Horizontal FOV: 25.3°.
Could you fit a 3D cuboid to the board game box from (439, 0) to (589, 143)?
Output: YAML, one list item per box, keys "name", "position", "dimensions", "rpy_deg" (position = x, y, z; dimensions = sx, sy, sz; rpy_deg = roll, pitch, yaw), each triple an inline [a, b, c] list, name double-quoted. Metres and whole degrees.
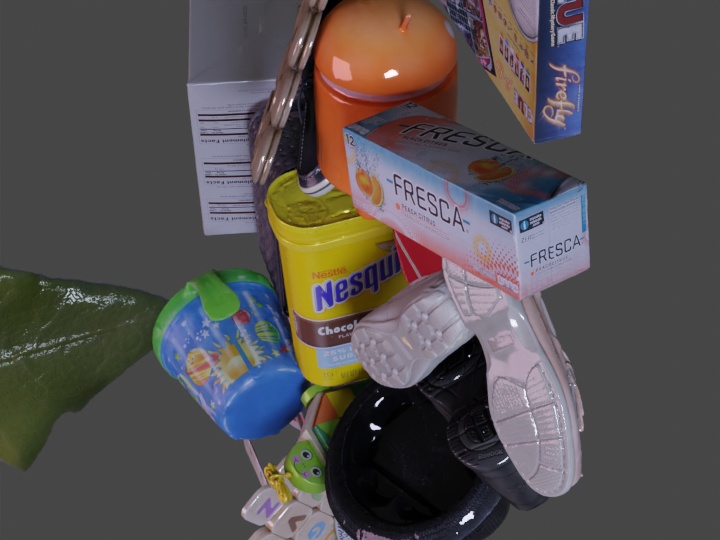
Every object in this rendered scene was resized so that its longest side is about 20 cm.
- name: "board game box"
  position: [0.093, -0.195, 1.046]
  dimensions: [0.200, 0.035, 0.136]
  rpy_deg: [-115, 17, -46]

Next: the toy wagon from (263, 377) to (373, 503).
- name: "toy wagon"
  position: [0.005, 0.167, 1.475]
  dimensions: [0.155, 0.200, 0.040]
  rpy_deg: [57, 138, 25]

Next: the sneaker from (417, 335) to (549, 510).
- name: "sneaker"
  position: [0.101, 0.119, 1.282]
  dimensions: [0.091, 0.076, 0.200]
  rpy_deg: [55, -167, -29]

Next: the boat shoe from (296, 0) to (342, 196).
- name: "boat shoe"
  position: [-0.026, -0.161, 1.381]
  dimensions: [0.075, 0.062, 0.201]
  rpy_deg: [-3, 69, 52]

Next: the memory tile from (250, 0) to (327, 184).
- name: "memory tile"
  position: [-0.052, -0.176, 1.294]
  dimensions: [0.153, 0.017, 0.200]
  rpy_deg: [-88, 17, -68]

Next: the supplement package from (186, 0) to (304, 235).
- name: "supplement package"
  position: [-0.092, -0.173, 1.606]
  dimensions: [0.200, 0.147, 0.192]
  rpy_deg: [89, 178, -46]

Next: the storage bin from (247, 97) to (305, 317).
- name: "storage bin"
  position: [-0.025, -0.062, 1.520]
  dimensions: [0.200, 0.135, 0.094]
  rpy_deg: [89, 164, -47]

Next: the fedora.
- name: "fedora"
  position: [0.065, 0.173, 1.387]
  dimensions: [0.092, 0.200, 0.201]
  rpy_deg: [47, -169, -40]

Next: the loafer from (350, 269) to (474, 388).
- name: "loafer"
  position: [0.052, 0.043, 1.270]
  dimensions: [0.070, 0.070, 0.200]
  rpy_deg: [55, 153, -2]

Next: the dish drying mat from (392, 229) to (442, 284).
- name: "dish drying mat"
  position: [0.081, 0.006, 1.286]
  dimensions: [0.200, 0.018, 0.077]
  rpy_deg: [28, 134, 62]

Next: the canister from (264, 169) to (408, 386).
- name: "canister"
  position: [0.000, 0.000, 1.450]
  dimensions: [0.087, 0.148, 0.200]
  rpy_deg: [-118, 16, -46]

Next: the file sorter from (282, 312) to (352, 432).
- name: "file sorter"
  position: [-0.007, 0.097, 1.654]
  dimensions: [0.139, 0.124, 0.200]
  rpy_deg: [-115, 16, -47]

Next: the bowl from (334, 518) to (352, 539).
- name: "bowl"
  position: [0.063, 0.295, 1.569]
  dimensions: [0.201, 0.094, 0.201]
  rpy_deg: [51, 156, 33]

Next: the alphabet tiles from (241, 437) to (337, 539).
- name: "alphabet tiles"
  position: [-0.034, 0.217, 1.582]
  dimensions: [0.015, 0.200, 0.196]
  rpy_deg: [39, 180, 31]

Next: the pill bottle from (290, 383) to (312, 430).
- name: "pill bottle"
  position: [-0.042, 0.072, 1.809]
  dimensions: [0.120, 0.119, 0.200]
  rpy_deg: [-123, 22, -59]

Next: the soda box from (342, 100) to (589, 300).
- name: "soda box"
  position: [0.070, -0.053, 1.110]
  dimensions: [0.200, 0.063, 0.069]
  rpy_deg: [32, 137, 48]

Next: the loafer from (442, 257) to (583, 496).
- name: "loafer"
  position: [0.124, 0.061, 1.160]
  dimensions: [0.072, 0.063, 0.200]
  rpy_deg: [-18, 94, 49]

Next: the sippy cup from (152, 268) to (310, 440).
- name: "sippy cup"
  position: [-0.116, 0.089, 1.557]
  dimensions: [0.178, 0.140, 0.130]
  rpy_deg: [24, -158, -46]

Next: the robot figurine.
- name: "robot figurine"
  position: [0.021, -0.135, 1.267]
  dimensions: [0.144, 0.116, 0.200]
  rpy_deg: [-66, -19, -46]
